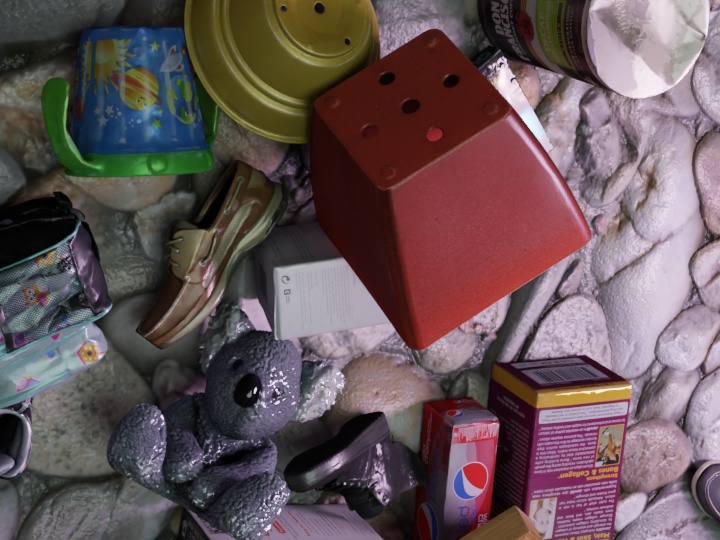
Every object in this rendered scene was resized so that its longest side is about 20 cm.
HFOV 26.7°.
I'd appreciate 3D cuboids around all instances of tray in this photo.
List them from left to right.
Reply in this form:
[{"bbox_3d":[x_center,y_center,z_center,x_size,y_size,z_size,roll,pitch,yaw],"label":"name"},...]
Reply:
[{"bbox_3d":[0.097,0.324,1.613,0.199,0.037,0.099,-32,157,5],"label":"tray"}]

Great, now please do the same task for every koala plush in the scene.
[{"bbox_3d":[-0.125,0.144,1.487,0.176,0.184,0.201,28,80,4],"label":"koala plush"}]

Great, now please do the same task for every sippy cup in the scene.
[{"bbox_3d":[-0.202,-0.153,1.365,0.138,0.178,0.132,-2,98,2],"label":"sippy cup"}]

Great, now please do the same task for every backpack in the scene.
[{"bbox_3d":[-0.326,0.034,1.331,0.198,0.176,0.155,-18,110,-17],"label":"backpack"}]

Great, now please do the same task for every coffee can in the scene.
[{"bbox_3d":[0.228,-0.261,1.504,0.145,0.200,0.148,-9,110,-25],"label":"coffee can"}]

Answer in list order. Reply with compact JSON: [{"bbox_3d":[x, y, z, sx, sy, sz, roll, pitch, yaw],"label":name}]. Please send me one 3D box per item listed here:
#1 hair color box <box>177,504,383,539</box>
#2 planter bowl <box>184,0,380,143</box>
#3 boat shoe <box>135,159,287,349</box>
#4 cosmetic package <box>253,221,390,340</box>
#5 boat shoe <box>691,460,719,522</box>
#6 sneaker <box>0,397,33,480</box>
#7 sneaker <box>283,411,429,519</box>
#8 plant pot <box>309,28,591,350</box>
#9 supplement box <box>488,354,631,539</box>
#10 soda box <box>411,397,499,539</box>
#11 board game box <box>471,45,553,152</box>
[{"bbox_3d":[-0.083,0.292,1.586,0.198,0.101,0.062,5,105,-28],"label":"hair color box"},{"bbox_3d":[-0.051,-0.223,1.359,0.198,0.083,0.203,7,75,-27],"label":"planter bowl"},{"bbox_3d":[-0.155,-0.020,1.466,0.074,0.075,0.201,42,77,-26],"label":"boat shoe"},{"bbox_3d":[0.000,0.000,1.505,0.198,0.113,0.082,-6,113,-12],"label":"cosmetic package"},{"bbox_3d":[0.491,0.308,1.911,0.073,0.063,0.200,-49,121,-4],"label":"boat shoe"},{"bbox_3d":[-0.369,0.176,1.390,0.075,0.114,0.201,35,89,-31],"label":"sneaker"},{"bbox_3d":[-0.001,0.219,1.594,0.199,0.060,0.105,-30,107,-53],"label":"sneaker"},{"bbox_3d":[0.063,-0.091,1.356,0.199,0.200,0.177,-32,141,-7],"label":"plant pot"},{"bbox_3d":[0.217,0.209,1.712,0.130,0.103,0.202,-2,107,-26],"label":"supplement box"},{"bbox_3d":[0.104,0.247,1.685,0.063,0.070,0.202,-3,109,-25],"label":"soda box"},{"bbox_3d":[0.096,-0.120,1.583,0.200,0.028,0.136,-41,121,-10],"label":"board game box"}]
